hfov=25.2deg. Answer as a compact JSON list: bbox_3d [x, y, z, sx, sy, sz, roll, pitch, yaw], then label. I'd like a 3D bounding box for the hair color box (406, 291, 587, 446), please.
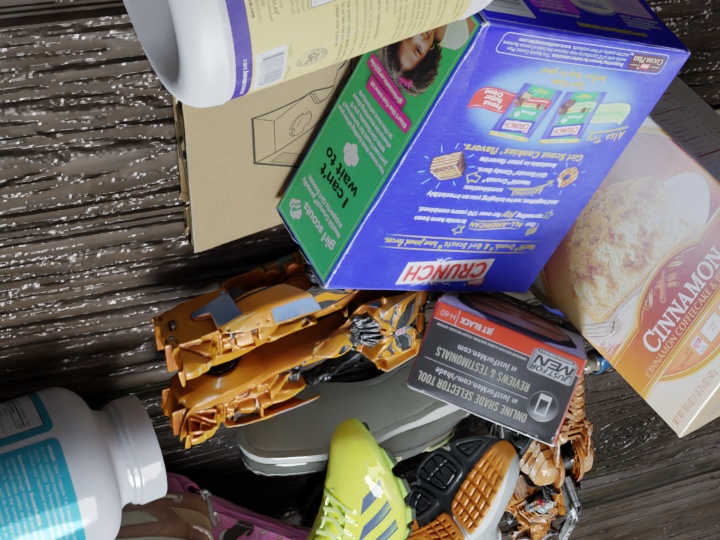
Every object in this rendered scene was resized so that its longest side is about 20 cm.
[{"bbox_3d":[0.093,0.054,1.064,0.200,0.101,0.062,-42,154,-82],"label":"hair color box"}]

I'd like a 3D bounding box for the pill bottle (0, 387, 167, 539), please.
[{"bbox_3d":[-0.226,0.142,1.015,0.198,0.111,0.111,-17,143,-19],"label":"pill bottle"}]

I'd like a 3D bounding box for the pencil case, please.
[{"bbox_3d":[-0.089,0.216,1.210,0.086,0.084,0.199,-5,155,45],"label":"pencil case"}]

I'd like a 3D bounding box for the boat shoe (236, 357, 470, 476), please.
[{"bbox_3d":[-0.002,0.117,1.191,0.200,0.072,0.061,-15,138,-29],"label":"boat shoe"}]

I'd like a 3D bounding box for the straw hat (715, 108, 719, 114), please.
[{"bbox_3d":[0.262,-0.012,1.173,0.200,0.085,0.203,-25,133,-30],"label":"straw hat"}]

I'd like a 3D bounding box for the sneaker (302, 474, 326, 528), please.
[{"bbox_3d":[-0.009,0.240,1.322,0.074,0.088,0.201,-10,140,-28],"label":"sneaker"}]

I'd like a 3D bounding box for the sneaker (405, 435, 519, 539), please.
[{"bbox_3d":[0.082,0.199,1.275,0.091,0.076,0.201,-6,139,-39],"label":"sneaker"}]

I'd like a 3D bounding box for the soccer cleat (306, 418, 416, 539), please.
[{"bbox_3d":[-0.010,0.187,1.138,0.083,0.065,0.201,-21,137,-19],"label":"soccer cleat"}]

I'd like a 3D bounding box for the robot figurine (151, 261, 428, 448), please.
[{"bbox_3d":[-0.036,0.041,1.054,0.198,0.058,0.146,-20,144,-17],"label":"robot figurine"}]

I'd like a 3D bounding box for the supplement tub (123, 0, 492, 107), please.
[{"bbox_3d":[-0.015,-0.174,0.757,0.198,0.146,0.146,-21,144,-15],"label":"supplement tub"}]

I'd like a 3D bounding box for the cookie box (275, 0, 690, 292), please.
[{"bbox_3d":[0.070,-0.081,0.956,0.170,0.075,0.201,1,133,-38],"label":"cookie box"}]

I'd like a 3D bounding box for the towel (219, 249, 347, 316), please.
[{"bbox_3d":[0.000,0.000,1.095,0.199,0.018,0.086,-24,145,-12],"label":"towel"}]

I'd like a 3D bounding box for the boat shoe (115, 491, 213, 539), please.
[{"bbox_3d":[-0.194,0.185,1.103,0.198,0.072,0.076,0,140,8],"label":"boat shoe"}]

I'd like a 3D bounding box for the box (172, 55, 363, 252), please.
[{"bbox_3d":[-0.015,-0.099,0.957,0.198,0.021,0.164,-19,144,-16],"label":"box"}]

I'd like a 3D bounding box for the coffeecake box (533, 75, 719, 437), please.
[{"bbox_3d":[0.196,-0.022,1.048,0.073,0.200,0.154,-17,146,-45],"label":"coffeecake box"}]

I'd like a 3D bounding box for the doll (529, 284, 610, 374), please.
[{"bbox_3d":[0.210,0.024,1.255,0.137,0.049,0.200,-47,143,10],"label":"doll"}]

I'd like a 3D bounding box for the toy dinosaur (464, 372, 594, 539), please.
[{"bbox_3d":[0.146,0.131,1.263,0.101,0.136,0.201,4,133,-39],"label":"toy dinosaur"}]
